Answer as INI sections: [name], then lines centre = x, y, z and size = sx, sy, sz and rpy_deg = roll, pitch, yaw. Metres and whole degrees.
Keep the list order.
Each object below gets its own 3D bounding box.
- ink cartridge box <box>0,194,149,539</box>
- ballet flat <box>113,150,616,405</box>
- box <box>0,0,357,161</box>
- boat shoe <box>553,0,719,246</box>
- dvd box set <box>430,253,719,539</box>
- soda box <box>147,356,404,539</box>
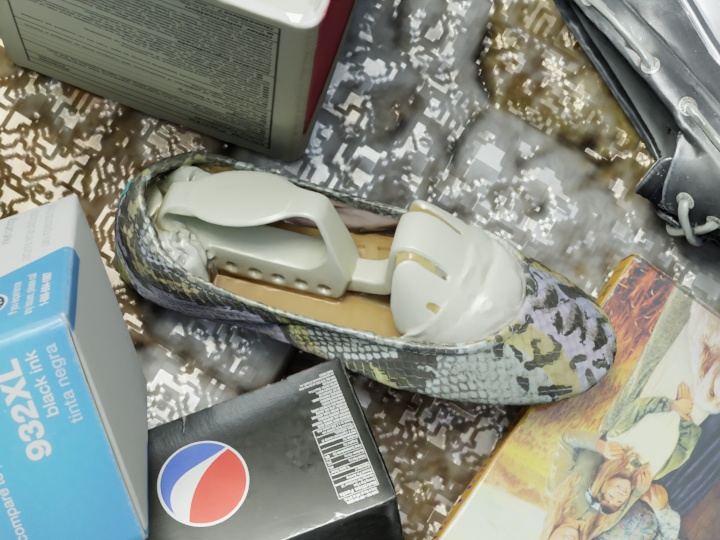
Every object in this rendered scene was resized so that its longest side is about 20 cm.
[ink cartridge box]
centre = -0.178, 0.059, 0.704
size = 0.198, 0.145, 0.084
rpy_deg = -19, 110, 0
[ballet flat]
centre = 0.000, 0.000, 0.772
size = 0.198, 0.072, 0.073
rpy_deg = 14, 81, 8
[box]
centre = -0.059, -0.128, 0.737
size = 0.127, 0.200, 0.110
rpy_deg = 20, 81, -1
[boat shoe]
centre = 0.139, -0.040, 0.803
size = 0.067, 0.072, 0.201
rpy_deg = -27, 82, -9
[dvd box set]
centre = 0.106, 0.116, 0.798
size = 0.146, 0.029, 0.201
rpy_deg = 36, 81, 2
[soda box]
centre = -0.085, 0.106, 0.760
size = 0.198, 0.071, 0.064
rpy_deg = -20, 58, -6
